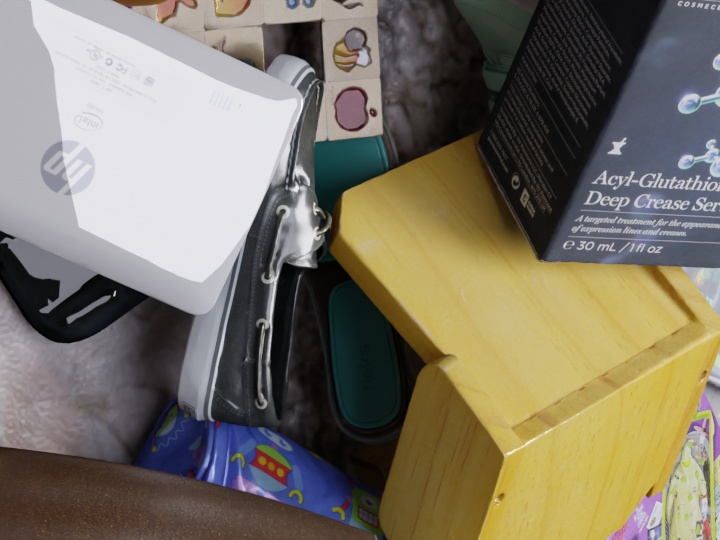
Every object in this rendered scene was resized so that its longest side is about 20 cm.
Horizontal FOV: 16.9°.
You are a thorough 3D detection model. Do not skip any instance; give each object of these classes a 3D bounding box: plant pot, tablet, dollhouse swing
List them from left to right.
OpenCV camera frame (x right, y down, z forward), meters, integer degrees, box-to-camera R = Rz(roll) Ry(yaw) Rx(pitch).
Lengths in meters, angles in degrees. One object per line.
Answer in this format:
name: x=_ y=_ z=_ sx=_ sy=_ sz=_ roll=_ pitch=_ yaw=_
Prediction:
tablet: x=-0.141 y=-0.072 z=1.231 sx=0.199 sy=0.014 sz=0.131 roll=24 pitch=92 yaw=-15
plant pot: x=-0.090 y=0.181 z=1.231 sx=0.199 sy=0.187 sz=0.188 roll=-1 pitch=101 yaw=-3
dollhouse swing: x=0.070 y=0.054 z=1.365 sx=0.200 sy=0.176 sz=0.182 roll=-27 pitch=143 yaw=-42

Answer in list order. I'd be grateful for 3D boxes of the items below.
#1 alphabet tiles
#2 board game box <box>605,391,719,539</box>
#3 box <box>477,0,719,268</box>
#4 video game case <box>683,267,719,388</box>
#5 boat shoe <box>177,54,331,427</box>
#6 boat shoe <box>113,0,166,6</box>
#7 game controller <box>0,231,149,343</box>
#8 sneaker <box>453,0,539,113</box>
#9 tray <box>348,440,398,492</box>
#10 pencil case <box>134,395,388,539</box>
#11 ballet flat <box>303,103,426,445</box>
alphabet tiles: x=-0.070 y=-0.165 z=1.308 sx=0.166 sy=0.008 sz=0.201 roll=-6 pitch=103 yaw=-17
board game box: x=0.188 y=0.174 z=1.526 sx=0.200 sy=0.032 sz=0.120 roll=-52 pitch=130 yaw=-43
box: x=0.176 y=-0.109 z=1.314 sx=0.148 sy=0.107 sz=0.201 roll=2 pitch=130 yaw=-25
video game case: x=0.270 y=-0.017 z=1.594 sx=0.181 sy=0.023 sz=0.201 roll=24 pitch=85 yaw=-35
boat shoe: x=-0.046 y=-0.013 z=1.294 sx=0.069 sy=0.056 sz=0.201 roll=13 pitch=91 yaw=-79
boat shoe: x=-0.166 y=-0.206 z=1.224 sx=0.200 sy=0.070 sz=0.071 roll=32 pitch=36 yaw=-38
game controller: x=-0.168 y=-0.060 z=1.270 sx=0.104 sy=0.042 sz=0.200 roll=-33 pitch=113 yaw=-9
sneaker: x=0.095 y=-0.081 z=1.429 sx=0.118 sy=0.074 sz=0.201 roll=-49 pitch=120 yaw=-14
tray: x=0.093 y=0.100 z=1.484 sx=0.200 sy=0.037 sz=0.099 roll=-35 pitch=117 yaw=-24
pencil case: x=-0.037 y=0.143 z=1.359 sx=0.200 sy=0.087 sz=0.078 roll=31 pitch=120 yaw=-27
ballet flat: x=0.000 y=0.000 z=1.384 sx=0.064 sy=0.067 sz=0.201 roll=14 pitch=69 yaw=-76
